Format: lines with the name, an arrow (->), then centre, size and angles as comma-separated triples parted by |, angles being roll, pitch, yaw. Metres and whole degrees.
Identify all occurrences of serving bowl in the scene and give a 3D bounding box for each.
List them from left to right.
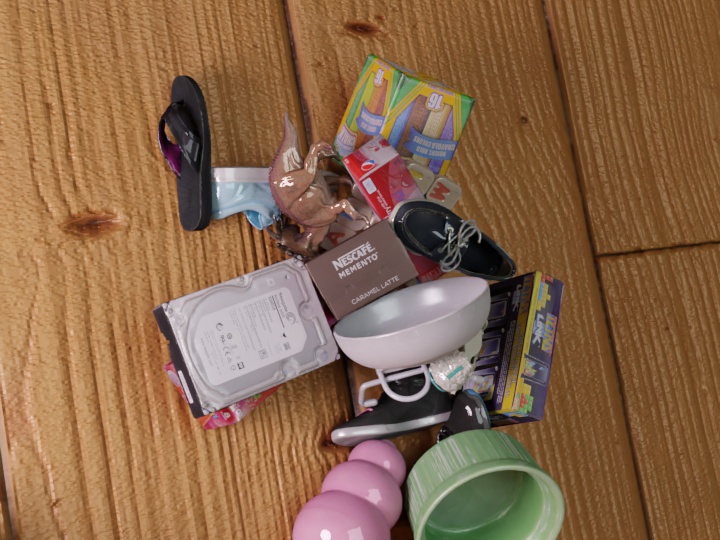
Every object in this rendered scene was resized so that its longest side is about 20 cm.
serving bowl -> 0.070, 0.073, 1.525 | 0.200, 0.200, 0.066 | -26, 104, -35

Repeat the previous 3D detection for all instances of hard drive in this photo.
hard drive -> -0.131, 0.076, 1.470 | 0.199, 0.038, 0.140 | -19, 88, -35

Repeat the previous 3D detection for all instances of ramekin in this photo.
ramekin -> 0.152, 0.301, 1.594 | 0.199, 0.098, 0.201 | -8, 122, -13

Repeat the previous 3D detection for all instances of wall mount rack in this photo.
wall mount rack -> 0.065, 0.099, 1.636 | 0.173, 0.075, 0.200 | -12, 53, -10

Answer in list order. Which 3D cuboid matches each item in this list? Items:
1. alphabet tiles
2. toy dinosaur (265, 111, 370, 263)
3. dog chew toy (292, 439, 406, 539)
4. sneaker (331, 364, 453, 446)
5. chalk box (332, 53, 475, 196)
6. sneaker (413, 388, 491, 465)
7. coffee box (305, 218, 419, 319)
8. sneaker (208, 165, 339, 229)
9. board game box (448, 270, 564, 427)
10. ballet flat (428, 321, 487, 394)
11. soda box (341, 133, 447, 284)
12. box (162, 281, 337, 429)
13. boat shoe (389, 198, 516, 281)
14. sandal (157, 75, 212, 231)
alphabet tiles -> 0.049, -0.048, 1.669 | 0.195, 0.015, 0.200 | 25, 107, -32
toy dinosaur -> -0.077, -0.091, 1.563 | 0.135, 0.086, 0.201 | -26, 110, 4
dog chew toy -> -0.004, 0.299, 1.574 | 0.125, 0.124, 0.200 | 43, 52, -18
sneaker -> 0.035, 0.173, 1.660 | 0.199, 0.071, 0.100 | -9, 76, -35
chalk box -> 0.045, -0.172, 1.685 | 0.123, 0.124, 0.201 | 15, 104, -30
sneaker -> 0.119, 0.253, 1.651 | 0.082, 0.073, 0.201 | 3, 108, -23
coffee box -> 0.000, 0.000, 1.531 | 0.114, 0.200, 0.080 | -30, 90, -2
sneaker -> -0.117, -0.095, 1.624 | 0.199, 0.074, 0.082 | -2, 98, -31
board game box -> 0.196, 0.114, 1.717 | 0.057, 0.165, 0.201 | 24, 68, -27
ballet flat -> 0.137, 0.087, 1.609 | 0.072, 0.072, 0.200 | 47, 27, -16
soda box -> 0.054, -0.076, 1.602 | 0.063, 0.070, 0.200 | -34, 126, -2
box -> -0.131, 0.098, 1.544 | 0.200, 0.095, 0.100 | -39, 101, -34
boat shoe -> 0.119, -0.033, 1.572 | 0.200, 0.062, 0.075 | 30, 89, -39
sandal -> -0.222, -0.150, 1.553 | 0.048, 0.075, 0.201 | 0, 80, -37
